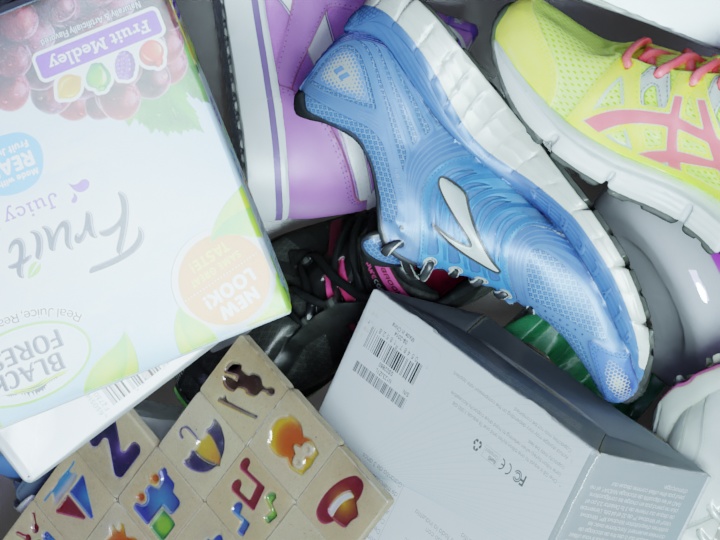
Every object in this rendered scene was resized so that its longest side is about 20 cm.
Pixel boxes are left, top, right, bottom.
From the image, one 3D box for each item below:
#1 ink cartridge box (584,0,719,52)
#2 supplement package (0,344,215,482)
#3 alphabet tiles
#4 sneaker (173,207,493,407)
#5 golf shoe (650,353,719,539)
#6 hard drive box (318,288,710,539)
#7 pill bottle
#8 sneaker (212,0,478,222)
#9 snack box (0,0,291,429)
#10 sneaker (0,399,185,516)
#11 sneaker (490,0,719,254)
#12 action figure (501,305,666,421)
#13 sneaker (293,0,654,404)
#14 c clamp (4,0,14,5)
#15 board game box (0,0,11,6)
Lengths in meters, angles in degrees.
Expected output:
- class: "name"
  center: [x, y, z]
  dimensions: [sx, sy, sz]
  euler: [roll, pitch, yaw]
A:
- class: "ink cartridge box"
  center: [0.139, -0.206, 1.238]
  dimensions: [0.144, 0.145, 0.201]
  euler: [22, 99, -5]
- class: "supplement package"
  center: [-0.120, -0.013, 1.190]
  dimensions: [0.121, 0.200, 0.120]
  euler: [-37, 99, 3]
- class: "alphabet tiles"
  center: [-0.073, 0.133, 1.231]
  dimensions: [0.167, 0.008, 0.200]
  euler: [47, 115, 22]
- class: "sneaker"
  center: [0.000, 0.000, 1.291]
  dimensions: [0.199, 0.084, 0.077]
  euler: [-29, 79, -1]
- class: "golf shoe"
  center: [0.149, 0.097, 1.221]
  dimensions: [0.075, 0.200, 0.092]
  euler: [1, 62, -34]
- class: "hard drive box"
  center: [0.034, 0.133, 1.217]
  dimensions: [0.077, 0.156, 0.201]
  euler: [14, 106, -43]
- class: "pill bottle"
  center: [0.207, -0.030, 1.277]
  dimensions: [0.199, 0.104, 0.105]
  euler: [-27, 100, -16]
- class: "sneaker"
  center: [-0.009, -0.125, 1.274]
  dimensions: [0.113, 0.073, 0.202]
  euler: [-8, 84, -5]
- class: "snack box"
  center: [-0.142, -0.015, 1.060]
  dimensions: [0.199, 0.053, 0.143]
  euler: [-22, 100, 0]
- class: "sneaker"
  center: [-0.111, 0.134, 1.316]
  dimensions: [0.199, 0.081, 0.148]
  euler: [9, 94, -10]
- class: "sneaker"
  center: [0.146, -0.063, 1.171]
  dimensions: [0.199, 0.078, 0.091]
  euler: [33, 116, 9]
- class: "action figure"
  center: [0.090, 0.052, 1.323]
  dimensions: [0.118, 0.055, 0.200]
  euler: [42, 87, -10]
- class: "sneaker"
  center: [0.048, -0.020, 1.212]
  dimensions: [0.089, 0.079, 0.200]
  euler: [-40, 89, 4]
- class: "c clamp"
  center: [-0.190, -0.153, 1.254]
  dimensions: [0.200, 0.027, 0.171]
  euler: [-44, 93, -6]
- class: "board game box"
  center: [-0.190, -0.072, 1.300]
  dimensions: [0.198, 0.041, 0.202]
  euler: [-3, 99, -2]
